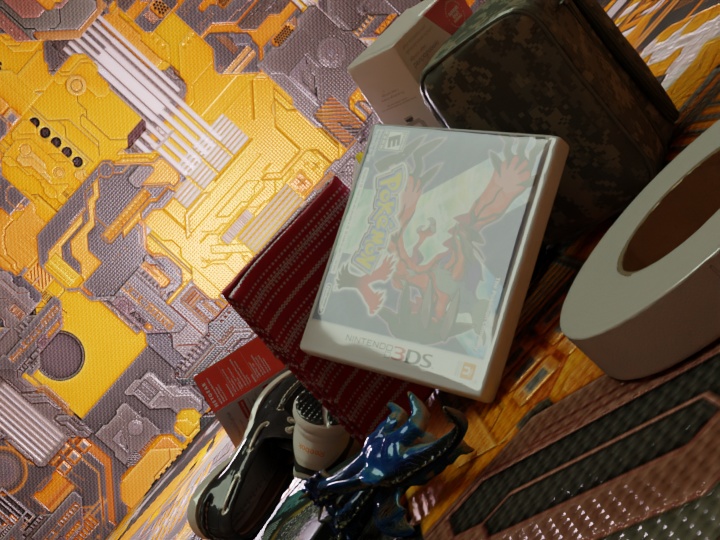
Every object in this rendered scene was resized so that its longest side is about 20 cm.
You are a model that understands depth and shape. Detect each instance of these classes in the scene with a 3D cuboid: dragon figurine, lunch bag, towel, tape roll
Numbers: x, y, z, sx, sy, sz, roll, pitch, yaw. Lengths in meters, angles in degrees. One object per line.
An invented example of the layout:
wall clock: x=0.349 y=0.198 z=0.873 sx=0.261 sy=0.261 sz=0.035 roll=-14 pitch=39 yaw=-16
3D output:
dragon figurine: x=0.019 y=0.138 z=0.683 sx=0.100 sy=0.059 sz=0.200 roll=-50 pitch=8 yaw=-18
lunch bag: x=0.165 y=-0.152 z=0.859 sx=0.139 sy=0.200 sz=0.168 roll=-33 pitch=13 yaw=39
towel: x=-0.003 y=0.040 z=0.874 sx=0.145 sy=0.200 sz=0.022 roll=-47 pitch=18 yaw=-16
tape roll: x=0.192 y=-0.026 z=0.569 sx=0.203 sy=0.037 sz=0.203 roll=-48 pitch=5 yaw=5

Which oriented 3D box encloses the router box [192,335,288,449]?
router box: x=-0.084 y=0.121 z=1.161 sx=0.179 sy=0.049 sz=0.200 roll=-31 pitch=-21 yaw=-11

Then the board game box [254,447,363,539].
board game box: x=-0.052 y=0.223 z=0.849 sx=0.135 sy=0.028 sz=0.200 roll=-51 pitch=5 yaw=-37

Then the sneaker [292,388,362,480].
sneaker: x=-0.018 y=0.137 z=0.991 sx=0.200 sy=0.073 sz=0.081 roll=-32 pitch=-44 yaw=-63

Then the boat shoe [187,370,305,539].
boat shoe: x=-0.084 y=0.172 z=0.976 sx=0.060 sy=0.074 sz=0.200 roll=-4 pitch=35 yaw=45

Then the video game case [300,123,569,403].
video game case: x=0.052 y=-0.015 z=0.796 sx=0.181 sy=0.023 sz=0.201 roll=10 pitch=78 yaw=40

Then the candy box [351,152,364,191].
candy box: x=0.000 y=0.000 z=0.960 sx=0.102 sy=0.026 sz=0.202 roll=-116 pitch=32 yaw=-67

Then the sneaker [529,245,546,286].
sneaker: x=0.147 y=-0.042 z=0.953 sx=0.200 sy=0.074 sz=0.081 roll=-48 pitch=0 yaw=-32

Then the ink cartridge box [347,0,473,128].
ink cartridge box: x=0.091 y=-0.137 z=0.930 sx=0.067 sy=0.201 sz=0.117 roll=-15 pitch=28 yaw=47

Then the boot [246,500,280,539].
boot: x=-0.077 y=0.205 z=1.083 sx=0.200 sy=0.069 sz=0.174 roll=-54 pitch=2 yaw=43
